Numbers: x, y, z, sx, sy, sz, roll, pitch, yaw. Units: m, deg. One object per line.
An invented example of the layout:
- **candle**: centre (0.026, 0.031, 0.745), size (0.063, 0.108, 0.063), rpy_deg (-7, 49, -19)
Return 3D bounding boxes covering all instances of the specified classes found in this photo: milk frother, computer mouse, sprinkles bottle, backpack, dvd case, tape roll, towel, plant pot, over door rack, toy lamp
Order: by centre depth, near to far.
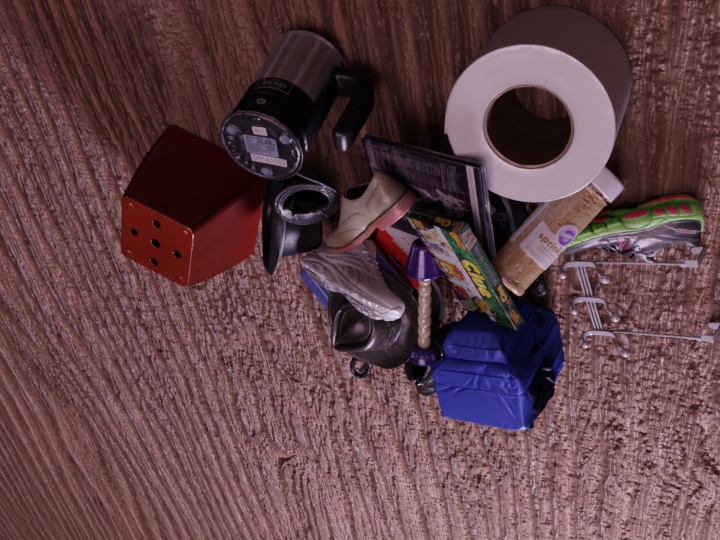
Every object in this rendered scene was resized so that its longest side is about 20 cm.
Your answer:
- **tape roll**: centre (0.221, -0.204, 0.908), size (0.203, 0.139, 0.203), rpy_deg (16, 131, 19)
- **sprinkles bottle**: centre (0.258, -0.059, 0.988), size (0.068, 0.068, 0.200), rpy_deg (41, 101, -5)
- **dvd case**: centre (0.091, -0.099, 0.992), size (0.200, 0.016, 0.149), rpy_deg (23, 141, 40)
- **milk frother**: centre (-0.084, -0.196, 1.052), size (0.180, 0.188, 0.200), rpy_deg (23, 144, 0)
- **over door rack**: centre (0.399, 0.049, 1.060), size (0.200, 0.067, 0.148), rpy_deg (-6, 122, 32)
- **computer mouse**: centre (0.208, -0.062, 1.084), size (0.138, 0.053, 0.200), rpy_deg (15, 135, 47)
- **toy lamp**: centre (0.095, 0.047, 1.089), size (0.058, 0.058, 0.200), rpy_deg (9, 120, 23)
- **backpack**: centre (0.224, 0.124, 1.124), size (0.162, 0.200, 0.168), rpy_deg (9, 120, 34)
- **towel**: centre (-0.012, 0.017, 1.232), size (0.145, 0.024, 0.200), rpy_deg (51, 139, -2)
- **plant pot**: centre (-0.299, -0.092, 1.258), size (0.200, 0.176, 0.200), rpy_deg (26, 134, 9)
- **computer mouse**: centre (0.033, 0.139, 1.309), size (0.059, 0.034, 0.200), rpy_deg (26, 140, -15)

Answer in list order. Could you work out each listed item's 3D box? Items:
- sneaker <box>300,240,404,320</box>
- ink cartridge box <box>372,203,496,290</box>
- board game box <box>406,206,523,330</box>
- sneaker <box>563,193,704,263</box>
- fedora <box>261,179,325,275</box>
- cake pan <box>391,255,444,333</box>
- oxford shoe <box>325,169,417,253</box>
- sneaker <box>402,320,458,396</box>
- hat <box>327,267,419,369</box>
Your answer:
- **sneaker**: centre (0.000, 0.000, 1.115), size (0.200, 0.099, 0.078), rpy_deg (33, 167, 34)
- **ink cartridge box**: centre (0.102, -0.064, 1.102), size (0.116, 0.067, 0.200), rpy_deg (46, 149, 7)
- **board game box**: centre (0.143, -0.001, 0.999), size (0.105, 0.023, 0.200), rpy_deg (20, 154, 49)
- **sneaker**: centre (0.361, -0.042, 1.002), size (0.200, 0.077, 0.084), rpy_deg (-9, 116, 35)
- **fedora**: centre (-0.107, -0.081, 1.188), size (0.092, 0.201, 0.201), rpy_deg (2, 133, -12)
- **cake pan**: centre (0.053, 0.036, 1.259), size (0.200, 0.037, 0.200), rpy_deg (15, 131, 18)
- **oxford shoe**: centre (0.000, -0.085, 1.045), size (0.074, 0.071, 0.200), rpy_deg (46, 141, -10)
- **sneaker**: centre (0.106, 0.166, 1.264), size (0.076, 0.114, 0.199), rpy_deg (60, 153, 23)
- **hat**: centre (0.001, 0.090, 1.183), size (0.201, 0.081, 0.201), rpy_deg (19, 124, 31)
